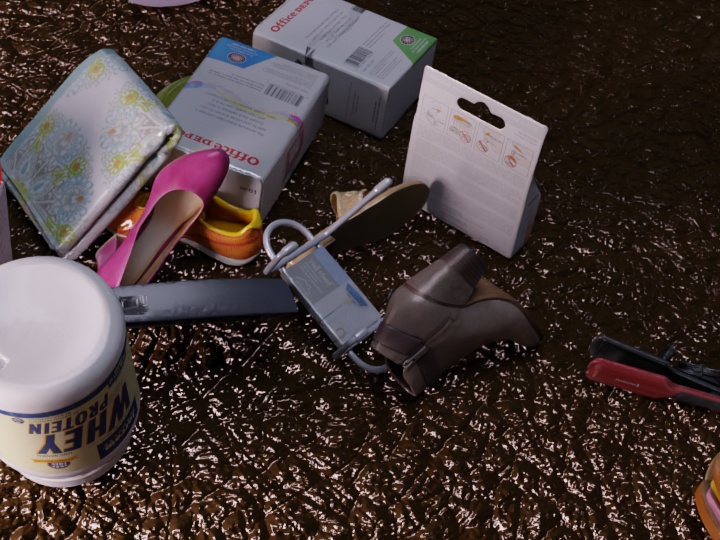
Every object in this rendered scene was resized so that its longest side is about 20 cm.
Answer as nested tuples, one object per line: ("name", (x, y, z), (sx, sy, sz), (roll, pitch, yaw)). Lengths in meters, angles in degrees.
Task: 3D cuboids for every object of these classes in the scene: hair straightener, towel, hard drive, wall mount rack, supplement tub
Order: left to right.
("supplement tub", (-0.271, 0.096, 1.093), (0.145, 0.200, 0.145), (2, 58, -3))
("towel", (-0.300, -0.128, 1.367), (0.200, 0.048, 0.171), (-48, 57, 7))
("hard drive", (-0.175, 0.035, 1.239), (0.200, 0.135, 0.042), (-3, 86, -21))
("wall mount rack", (0.000, 0.000, 1.304), (0.174, 0.075, 0.200), (-35, 83, -39))
("hair straightener", (0.342, 0.105, 1.328), (0.200, 0.041, 0.077), (13, 44, 3))

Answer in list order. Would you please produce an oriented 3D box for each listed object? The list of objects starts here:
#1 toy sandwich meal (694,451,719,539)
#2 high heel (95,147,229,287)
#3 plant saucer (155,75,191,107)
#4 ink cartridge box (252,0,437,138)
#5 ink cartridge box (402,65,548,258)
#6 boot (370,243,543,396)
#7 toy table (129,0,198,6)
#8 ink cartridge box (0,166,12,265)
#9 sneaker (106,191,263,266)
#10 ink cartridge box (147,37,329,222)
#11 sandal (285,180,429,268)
("toy sandwich meal", (0.422, 0.223, 1.201), (0.205, 0.070, 0.205), (5, 44, -5))
("high heel", (-0.204, -0.039, 1.288), (0.200, 0.067, 0.096), (-38, 41, 13))
("plant saucer", (-0.172, -0.189, 1.541), (0.200, 0.031, 0.200), (5, 44, -5))
("ink cartridge box", (-0.023, -0.274, 1.616), (0.200, 0.084, 0.146), (25, 45, 15))
("ink cartridge box", (0.133, -0.129, 1.414), (0.162, 0.200, 0.050), (31, 47, 20))
("boot", (0.096, 0.069, 1.283), (0.146, 0.200, 0.070), (-51, 38, -7))
("toy table", (-0.255, -0.451, 1.702), (0.200, 0.184, 0.117), (-9, 62, -36))
("ink cartridge box", (-0.461, -0.050, 1.240), (0.200, 0.176, 0.084), (8, 44, -1))
("sneaker", (-0.202, -0.066, 1.378), (0.200, 0.077, 0.073), (10, 45, 2))
("ink cartridge box", (-0.141, -0.163, 1.440), (0.144, 0.085, 0.200), (21, 48, 8))
("sandal", (-0.017, -0.062, 1.408), (0.212, 0.078, 0.070), (-35, 61, -30))
